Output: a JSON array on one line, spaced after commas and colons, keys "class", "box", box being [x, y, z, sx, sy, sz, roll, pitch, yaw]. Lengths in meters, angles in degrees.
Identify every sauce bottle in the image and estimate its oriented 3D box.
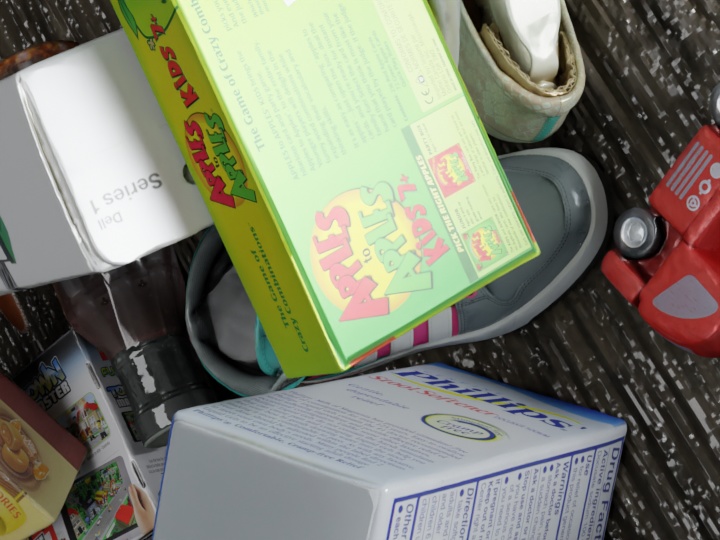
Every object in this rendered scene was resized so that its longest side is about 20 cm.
[{"class": "sauce bottle", "box": [-0.123, -0.013, 1.014, 0.066, 0.066, 0.201, -35, 75, 31]}]

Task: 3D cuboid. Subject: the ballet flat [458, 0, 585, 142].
[{"class": "ballet flat", "box": [0.052, -0.153, 0.876, 0.062, 0.067, 0.201, 152, 99, -72]}]

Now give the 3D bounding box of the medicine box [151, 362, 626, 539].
[{"class": "medicine box", "box": [0.007, 0.145, 0.846, 0.102, 0.200, 0.183, 17, 102, 31]}]

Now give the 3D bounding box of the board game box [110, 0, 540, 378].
[{"class": "board game box", "box": [-0.021, -0.073, 0.785, 0.048, 0.101, 0.201, -11, 106, 61]}]

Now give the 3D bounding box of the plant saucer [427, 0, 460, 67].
[{"class": "plant saucer", "box": [-0.017, -0.139, 0.872, 0.200, 0.050, 0.201, 34, 140, 35]}]

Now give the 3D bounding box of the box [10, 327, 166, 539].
[{"class": "box", "box": [-0.175, 0.124, 1.075, 0.200, 0.035, 0.111, -36, 72, 31]}]

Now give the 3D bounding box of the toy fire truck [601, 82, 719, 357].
[{"class": "toy fire truck", "box": [0.193, -0.028, 0.787, 0.141, 0.049, 0.200, 50, 118, 30]}]

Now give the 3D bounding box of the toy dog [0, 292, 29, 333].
[{"class": "toy dog", "box": [-0.229, 0.009, 1.032, 0.200, 0.131, 0.097, 136, 135, -67]}]

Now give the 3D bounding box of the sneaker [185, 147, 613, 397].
[{"class": "sneaker", "box": [0.000, 0.000, 0.891, 0.199, 0.120, 0.084, -26, 78, 33]}]

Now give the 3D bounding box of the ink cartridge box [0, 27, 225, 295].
[{"class": "ink cartridge box", "box": [-0.104, -0.052, 0.878, 0.200, 0.146, 0.085, -12, 103, 59]}]

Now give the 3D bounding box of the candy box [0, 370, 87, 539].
[{"class": "candy box", "box": [-0.245, 0.106, 1.033, 0.199, 0.055, 0.115, -29, 117, 34]}]
